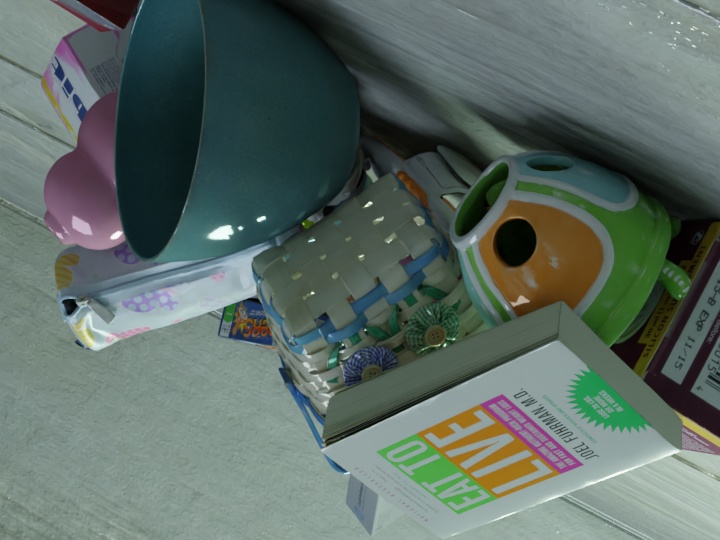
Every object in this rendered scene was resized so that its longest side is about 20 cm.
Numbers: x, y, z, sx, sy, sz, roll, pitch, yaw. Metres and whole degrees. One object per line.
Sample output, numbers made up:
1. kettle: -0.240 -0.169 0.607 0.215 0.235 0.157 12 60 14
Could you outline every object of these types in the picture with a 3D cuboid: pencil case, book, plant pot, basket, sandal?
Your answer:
1. pencil case: -0.138 -0.004 1.601 0.198 0.084 0.091 -17 169 12
2. book: 0.092 0.102 1.353 0.199 0.048 0.133 -27 126 35
3. plant pot: -0.078 -0.101 1.430 0.134 0.202 0.200 5 -179 -23
4. basket: 0.019 0.048 1.466 0.139 0.176 0.200 57 -179 41
5. sandal: 0.062 -0.065 1.571 0.079 0.059 0.207 57 174 -38

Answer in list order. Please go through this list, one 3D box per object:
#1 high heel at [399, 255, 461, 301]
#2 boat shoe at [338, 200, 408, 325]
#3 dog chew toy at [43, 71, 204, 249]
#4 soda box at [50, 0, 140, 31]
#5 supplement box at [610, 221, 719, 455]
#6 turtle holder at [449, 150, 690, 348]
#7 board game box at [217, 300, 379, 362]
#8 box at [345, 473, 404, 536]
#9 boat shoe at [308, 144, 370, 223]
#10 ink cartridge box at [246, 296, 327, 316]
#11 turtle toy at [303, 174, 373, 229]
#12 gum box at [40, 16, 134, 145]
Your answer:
1. high heel: 0.084 0.063 1.635 0.096 0.067 0.201 29 144 34
2. boat shoe: 0.000 0.000 1.641 0.067 0.073 0.200 3 158 12
3. dog chew toy: -0.156 -0.093 1.564 0.125 0.200 0.125 47 171 9
4. soda box: -0.236 -0.243 1.418 0.199 0.070 0.063 32 173 -21
5. supplement box: 0.221 0.047 1.441 0.103 0.132 0.200 31 171 -13
6. turtle holder: 0.133 -0.022 1.375 0.131 0.186 0.141 34 131 -14
7. board game box: -0.003 0.067 1.746 0.199 0.035 0.135 17 175 -35
8. box: 0.082 0.117 1.646 0.041 0.199 0.156 49 159 21
9. boat shoe: -0.026 -0.082 1.600 0.065 0.072 0.200 30 155 0
10. ink cartridge box: -0.045 0.021 1.776 0.198 0.040 0.099 14 174 -22
11. turtle toy: -0.066 -0.073 1.763 0.199 0.102 0.146 30 172 -10
12. gum box: -0.185 -0.112 1.706 0.201 0.066 0.113 58 156 2
